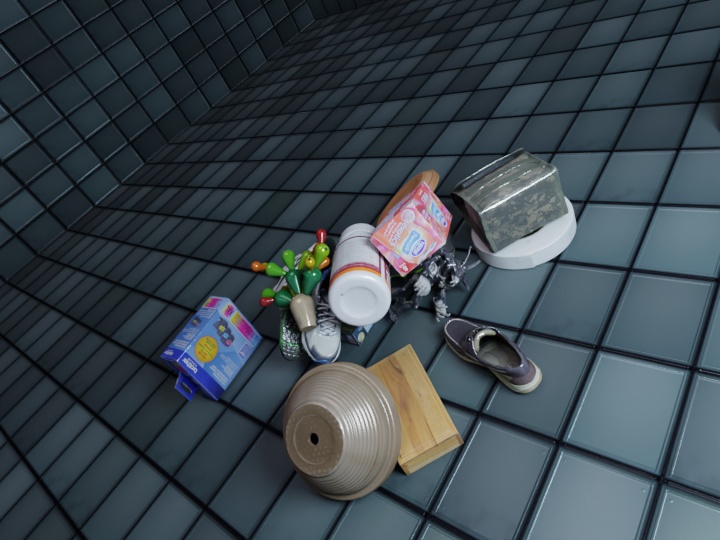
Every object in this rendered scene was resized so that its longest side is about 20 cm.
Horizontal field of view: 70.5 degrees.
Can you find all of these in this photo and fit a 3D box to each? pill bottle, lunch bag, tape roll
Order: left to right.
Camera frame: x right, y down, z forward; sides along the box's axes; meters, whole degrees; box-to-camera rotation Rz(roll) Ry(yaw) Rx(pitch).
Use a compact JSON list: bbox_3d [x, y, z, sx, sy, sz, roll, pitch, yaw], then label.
[{"bbox_3d":[0.000,0.000,0.936,0.109,0.110,0.201,-20,29,14],"label":"pill bottle"},{"bbox_3d":[0.276,-0.151,0.994,0.163,0.118,0.200,-28,30,3],"label":"lunch bag"},{"bbox_3d":[0.320,-0.085,1.009,0.201,0.037,0.204,-19,38,16],"label":"tape roll"}]

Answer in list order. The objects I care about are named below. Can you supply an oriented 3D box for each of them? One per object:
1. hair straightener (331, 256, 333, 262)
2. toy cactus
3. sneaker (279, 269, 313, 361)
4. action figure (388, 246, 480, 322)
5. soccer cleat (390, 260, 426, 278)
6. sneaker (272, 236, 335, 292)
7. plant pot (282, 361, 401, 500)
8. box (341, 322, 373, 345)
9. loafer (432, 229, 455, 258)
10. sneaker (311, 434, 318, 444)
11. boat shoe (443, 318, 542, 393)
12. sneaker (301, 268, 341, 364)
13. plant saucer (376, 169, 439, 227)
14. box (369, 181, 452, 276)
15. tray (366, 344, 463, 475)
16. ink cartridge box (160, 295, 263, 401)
[{"bbox_3d":[0.022,-0.040,1.135,0.198,0.077,0.041,-9,39,27],"label":"hair straightener"},{"bbox_3d":[-0.120,0.029,0.938,0.199,0.102,0.166,-31,64,25],"label":"toy cactus"},{"bbox_3d":[-0.129,0.096,1.038,0.085,0.077,0.202,-46,29,43],"label":"sneaker"},{"bbox_3d":[0.128,0.035,0.942,0.199,0.119,0.103,-29,33,24],"label":"action figure"},{"bbox_3d":[0.045,-0.025,1.064,0.197,0.082,0.068,-4,15,7],"label":"soccer cleat"},{"bbox_3d":[-0.139,-0.010,1.217,0.088,0.074,0.200,13,54,41],"label":"sneaker"},{"bbox_3d":[-0.047,0.240,0.752,0.199,0.092,0.204,-3,83,27],"label":"plant pot"},{"bbox_3d":[-0.049,0.078,1.080,0.198,0.038,0.137,7,51,40],"label":"box"},{"bbox_3d":[0.156,-0.089,1.085,0.072,0.073,0.201,-4,37,-11],"label":"loafer"},{"bbox_3d":[-0.043,0.269,0.837,0.199,0.071,0.100,25,81,37],"label":"sneaker"},{"bbox_3d":[0.204,0.121,0.825,0.072,0.065,0.200,-39,36,-9],"label":"boat shoe"},{"bbox_3d":[-0.067,0.078,0.964,0.076,0.086,0.202,8,49,-12],"label":"sneaker"},{"bbox_3d":[0.101,-0.155,1.176,0.200,0.032,0.201,-47,13,14],"label":"plant saucer"},{"bbox_3d":[0.100,-0.083,0.954,0.102,0.095,0.200,-38,7,22],"label":"box"},{"bbox_3d":[0.078,0.217,0.828,0.098,0.037,0.201,-30,35,2],"label":"tray"},{"bbox_3d":[-0.319,0.174,1.074,0.076,0.137,0.201,2,47,43],"label":"ink cartridge box"}]
